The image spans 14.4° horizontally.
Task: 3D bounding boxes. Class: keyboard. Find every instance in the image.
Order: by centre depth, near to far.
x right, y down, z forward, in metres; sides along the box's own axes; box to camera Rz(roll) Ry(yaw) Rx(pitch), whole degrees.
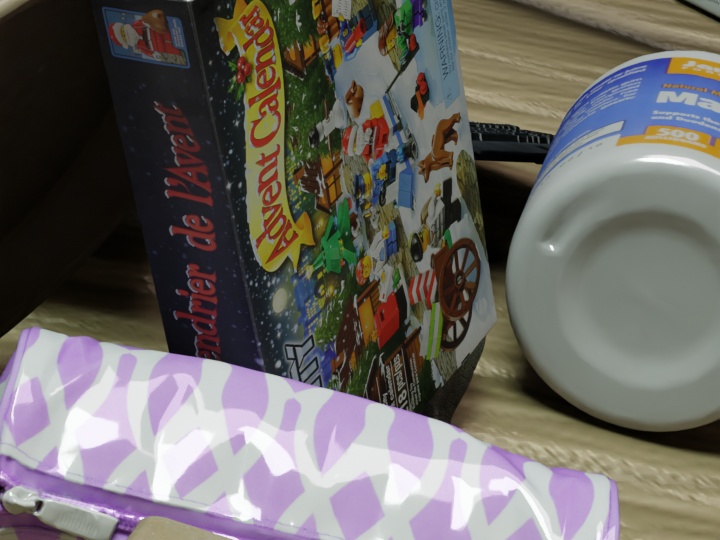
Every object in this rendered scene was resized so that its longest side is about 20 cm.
[{"bbox_3d":[0.034,-0.066,1.203,0.104,0.040,0.200,5,2,20],"label":"keyboard"}]

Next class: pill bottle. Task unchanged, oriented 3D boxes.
[{"bbox_3d":[0.124,-0.023,1.130,0.112,0.112,0.200,16,22,5],"label":"pill bottle"}]

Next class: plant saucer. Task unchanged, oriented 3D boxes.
[{"bbox_3d":[-0.123,-0.030,0.883,0.029,0.200,0.200,45,32,17],"label":"plant saucer"}]

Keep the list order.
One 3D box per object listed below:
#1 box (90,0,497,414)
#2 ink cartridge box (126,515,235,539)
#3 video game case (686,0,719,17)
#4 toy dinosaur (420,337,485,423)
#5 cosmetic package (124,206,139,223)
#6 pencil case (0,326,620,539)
[{"bbox_3d":[-0.015,-0.032,0.900,0.038,0.200,0.137,11,38,29],"label":"box"},{"bbox_3d":[0.008,0.149,0.690,0.199,0.075,0.165,17,21,7],"label":"ink cartridge box"},{"bbox_3d":[0.225,-0.194,1.733,0.200,0.022,0.182,-6,29,-43],"label":"video game case"},{"bbox_3d":[0.000,0.000,1.049,0.102,0.077,0.200,-18,31,-31],"label":"toy dinosaur"},{"bbox_3d":[-0.146,-0.123,1.056,0.199,0.167,0.167,8,-12,-14],"label":"cosmetic package"},{"bbox_3d":[-0.023,0.074,0.837,0.199,0.084,0.085,12,2,-2],"label":"pencil case"}]
